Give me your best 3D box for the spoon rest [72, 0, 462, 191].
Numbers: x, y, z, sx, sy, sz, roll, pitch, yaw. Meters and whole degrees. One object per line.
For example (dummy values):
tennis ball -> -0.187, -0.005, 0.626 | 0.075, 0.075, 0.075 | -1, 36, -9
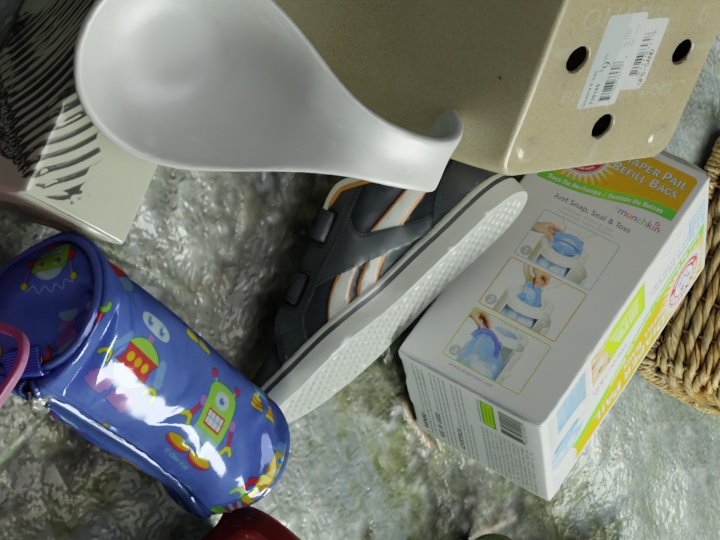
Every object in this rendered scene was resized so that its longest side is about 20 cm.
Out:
spoon rest -> -0.038, -0.082, 0.848 | 0.199, 0.061, 0.100 | 17, 109, -23

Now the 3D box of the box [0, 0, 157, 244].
box -> -0.123, -0.119, 0.891 | 0.068, 0.082, 0.201 | 29, 78, -41

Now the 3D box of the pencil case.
pencil case -> -0.114, 0.060, 0.919 | 0.200, 0.078, 0.087 | 46, 51, -49

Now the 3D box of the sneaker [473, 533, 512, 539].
sneaker -> 0.034, 0.243, 1.124 | 0.201, 0.067, 0.090 | -57, 136, -14

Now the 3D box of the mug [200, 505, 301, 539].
mug -> -0.108, 0.221, 0.950 | 0.200, 0.133, 0.178 | -37, 126, -26

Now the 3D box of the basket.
basket -> 0.304, 0.016, 1.331 | 0.143, 0.149, 0.201 | 42, 67, -75

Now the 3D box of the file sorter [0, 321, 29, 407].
file sorter -> -0.261, 0.021, 0.761 | 0.200, 0.125, 0.139 | 46, 68, -39

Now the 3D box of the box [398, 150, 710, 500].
box -> 0.124, 0.020, 1.112 | 0.200, 0.101, 0.113 | -53, 156, -20

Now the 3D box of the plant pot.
plant pot -> 0.087, -0.158, 0.965 | 0.200, 0.177, 0.200 | -10, 131, -42

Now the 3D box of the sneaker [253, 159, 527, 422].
sneaker -> 0.000, 0.000, 1.041 | 0.200, 0.079, 0.078 | -44, 164, -1
